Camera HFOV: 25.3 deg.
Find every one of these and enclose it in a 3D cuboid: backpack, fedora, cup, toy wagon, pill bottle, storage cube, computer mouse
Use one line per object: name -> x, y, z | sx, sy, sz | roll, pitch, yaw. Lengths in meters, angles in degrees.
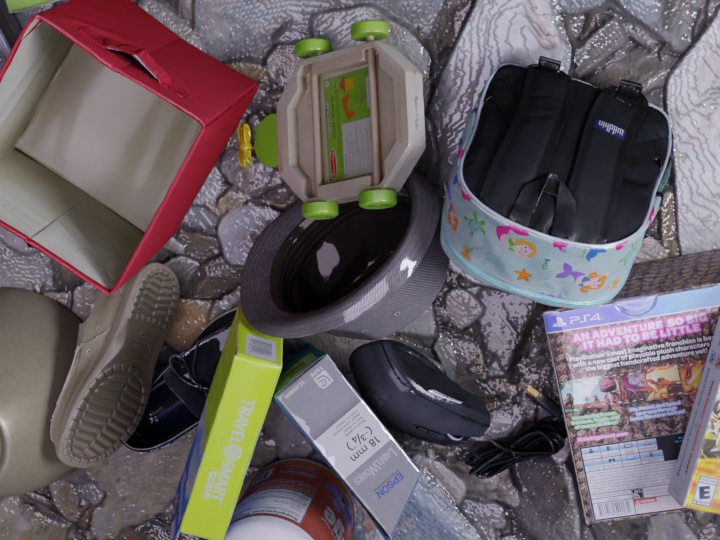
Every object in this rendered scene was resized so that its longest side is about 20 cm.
backpack -> 0.155, -0.058, 1.314 | 0.176, 0.200, 0.151 | 18, 130, 4
fedora -> 0.000, 0.000, 1.402 | 0.199, 0.178, 0.090 | -31, 129, 19
cup -> -0.347, 0.134, 1.503 | 0.199, 0.143, 0.202 | 3, 108, 10
toy wagon -> -0.028, -0.124, 1.385 | 0.199, 0.039, 0.156 | -9, 80, 43
pill bottle -> -0.075, 0.259, 1.456 | 0.111, 0.200, 0.113 | 3, 108, 10
storage cube -> -0.218, -0.117, 1.380 | 0.170, 0.180, 0.201 | 32, 111, 0
computer mouse -> 0.089, 0.123, 1.408 | 0.200, 0.046, 0.140 | 40, 135, -25

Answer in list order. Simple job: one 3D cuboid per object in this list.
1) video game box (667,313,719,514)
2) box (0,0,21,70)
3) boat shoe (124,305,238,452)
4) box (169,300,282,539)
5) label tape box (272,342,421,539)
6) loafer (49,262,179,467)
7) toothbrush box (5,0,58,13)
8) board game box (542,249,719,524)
video game box -> 0.373, 0.122, 1.320 | 0.198, 0.047, 0.184 | 11, 99, -10
box -> -0.407, -0.193, 1.464 | 0.199, 0.048, 0.159 | -24, 101, 18
boat shoe -> -0.150, 0.105, 1.498 | 0.200, 0.062, 0.075 | -38, 95, 18
box -> -0.118, 0.141, 1.415 | 0.047, 0.122, 0.201 | 16, 110, -9
label tape box -> 0.000, 0.164, 1.438 | 0.063, 0.144, 0.200 | -39, 97, -5
loafer -> -0.231, 0.085, 1.480 | 0.076, 0.068, 0.201 | 33, 78, -41
toothbrush box -> -0.262, -0.331, 1.340 | 0.085, 0.146, 0.201 | -11, 105, 15
board game box -> 0.257, 0.101, 1.395 | 0.158, 0.097, 0.201 | -9, 105, 14
